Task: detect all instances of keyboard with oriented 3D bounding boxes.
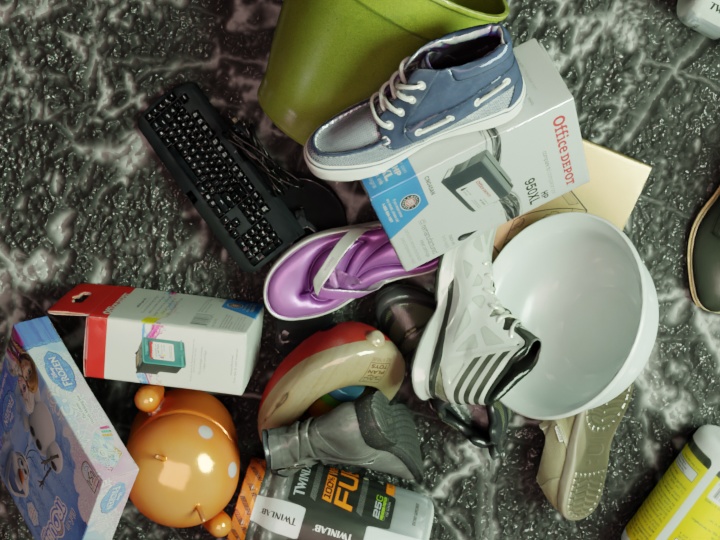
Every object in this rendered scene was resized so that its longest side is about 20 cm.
[{"bbox_3d":[-0.136,-0.102,1.194,0.104,0.040,0.200,-38,86,11],"label":"keyboard"}]

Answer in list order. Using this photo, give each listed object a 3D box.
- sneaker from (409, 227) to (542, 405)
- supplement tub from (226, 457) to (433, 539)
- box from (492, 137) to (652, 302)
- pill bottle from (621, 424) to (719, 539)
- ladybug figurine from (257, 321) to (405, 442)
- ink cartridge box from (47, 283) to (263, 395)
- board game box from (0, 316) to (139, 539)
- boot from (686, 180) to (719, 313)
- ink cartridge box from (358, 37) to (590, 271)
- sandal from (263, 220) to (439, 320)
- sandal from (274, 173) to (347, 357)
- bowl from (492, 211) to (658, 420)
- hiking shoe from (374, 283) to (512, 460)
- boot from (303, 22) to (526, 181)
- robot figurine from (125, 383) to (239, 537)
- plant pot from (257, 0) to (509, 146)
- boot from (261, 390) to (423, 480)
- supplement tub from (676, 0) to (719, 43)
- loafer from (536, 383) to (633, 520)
[{"bbox_3d":[0.129,0.038,1.151,0.115,0.076,0.201,9,75,28],"label":"sneaker"},{"bbox_3d":[-0.033,0.269,1.259,0.200,0.123,0.123,17,105,-1],"label":"supplement tub"},{"bbox_3d":[0.168,-0.068,1.211,0.200,0.021,0.164,21,105,-3],"label":"box"},{"bbox_3d":[0.343,0.268,1.238,0.112,0.112,0.200,31,104,-4],"label":"pill bottle"},{"bbox_3d":[-0.034,0.116,1.221,0.136,0.072,0.200,9,138,-38],"label":"ladybug figurine"},{"bbox_3d":[-0.207,0.067,1.222,0.200,0.116,0.067,7,104,3],"label":"ink cartridge box"},{"bbox_3d":[-0.307,0.185,1.203,0.199,0.043,0.200,51,136,26],"label":"board game box"},{"bbox_3d":[0.372,-0.041,1.144,0.077,0.138,0.200,11,106,1],"label":"boot"},{"bbox_3d":[0.100,-0.103,1.103,0.200,0.145,0.084,-27,59,2],"label":"ink cartridge box"},{"bbox_3d":[-0.003,-0.007,1.191,0.202,0.050,0.083,-22,105,0],"label":"sandal"},{"bbox_3d":[-0.052,0.001,1.232,0.076,0.043,0.200,1,104,3],"label":"sandal"},{"bbox_3d":[0.213,0.051,1.157,0.090,0.201,0.201,19,109,-41],"label":"bowl"},{"bbox_3d":[0.088,0.098,1.218,0.076,0.101,0.200,-40,98,12],"label":"hiking shoe"},{"bbox_3d":[0.037,-0.145,1.006,0.200,0.090,0.073,-21,59,5],"label":"boot"},{"bbox_3d":[-0.177,0.188,1.205,0.116,0.200,0.144,10,97,-8],"label":"robot figurine"},{"bbox_3d":[0.001,-0.211,1.112,0.200,0.200,0.193,31,116,-4],"label":"plant pot"},{"bbox_3d":[-0.017,0.176,1.205,0.132,0.200,0.070,-18,60,12],"label":"boot"},{"bbox_3d":[0.405,-0.240,1.100,0.200,0.123,0.123,27,104,-2],"label":"supplement tub"},{"bbox_3d":[0.224,0.154,1.237,0.076,0.068,0.200,14,93,-42],"label":"loafer"}]
